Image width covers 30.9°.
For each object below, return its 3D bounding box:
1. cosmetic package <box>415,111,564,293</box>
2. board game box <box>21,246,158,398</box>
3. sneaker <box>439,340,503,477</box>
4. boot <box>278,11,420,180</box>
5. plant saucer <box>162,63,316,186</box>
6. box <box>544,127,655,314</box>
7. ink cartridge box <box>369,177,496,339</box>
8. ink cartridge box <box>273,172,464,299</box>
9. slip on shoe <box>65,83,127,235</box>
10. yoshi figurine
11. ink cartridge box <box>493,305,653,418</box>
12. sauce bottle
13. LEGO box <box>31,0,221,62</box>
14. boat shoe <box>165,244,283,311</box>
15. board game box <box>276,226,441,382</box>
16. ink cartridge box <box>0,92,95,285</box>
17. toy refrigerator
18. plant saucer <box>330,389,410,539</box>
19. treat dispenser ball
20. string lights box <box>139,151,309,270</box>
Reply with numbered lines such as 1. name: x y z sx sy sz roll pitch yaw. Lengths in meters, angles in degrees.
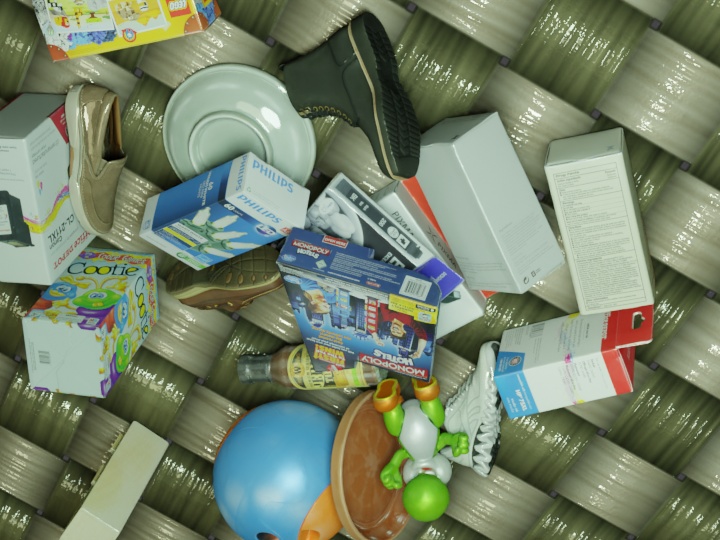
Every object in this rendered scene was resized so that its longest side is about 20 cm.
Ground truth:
1. cosmetic package: 0.144 -0.078 1.523 0.113 0.081 0.201 7 126 59
2. board game box: -0.343 0.063 1.680 0.102 0.200 0.106 6 119 10
3. sneaker: 0.148 0.180 1.707 0.080 0.075 0.201 14 121 16
4. boot: -0.014 -0.179 1.511 0.138 0.077 0.202 -23 68 29
5. plant saucer: -0.156 -0.153 1.606 0.198 0.050 0.202 6 119 11
6. box: 0.285 -0.057 1.535 0.094 0.078 0.201 -8 116 17
7. ink cartridge box: 0.099 -0.027 1.618 0.173 0.044 0.200 -29 108 27
8. ink cartridge box: 0.000 0.000 1.607 0.200 0.043 0.198 40 141 -3
9. slip on shoe: -0.326 -0.137 1.644 0.060 0.076 0.202 7 112 17
10. yoshi figurine: 0.079 0.241 1.687 0.112 0.112 0.201 10 122 45
11. ink cartridge box: 0.272 0.106 1.606 0.199 0.116 0.068 -15 113 21
12. sauce bottle: -0.065 0.128 1.729 0.198 0.065 0.065 -6 117 16
13. LEGO box: -0.283 -0.341 1.516 0.198 0.077 0.150 -8 116 17
14. boat shoe: -0.162 0.014 1.676 0.199 0.072 0.068 -9 140 39
15. board game box: 0.001 0.058 1.580 0.198 0.062 0.201 16 143 11
16. ink cartridge box: -0.408 -0.103 1.636 0.082 0.146 0.201 4 120 14
17. toy refrigerator: -0.343 0.304 1.813 0.070 0.200 0.076 34 121 -6
18. plant saucer: 0.018 0.256 1.706 0.032 0.200 0.202 -1 119 33
19. treat dispenser ball: -0.098 0.274 1.738 0.199 0.201 0.202 6 120 10
20. string lights box: -0.168 -0.070 1.595 0.199 0.059 0.102 -19 141 41
